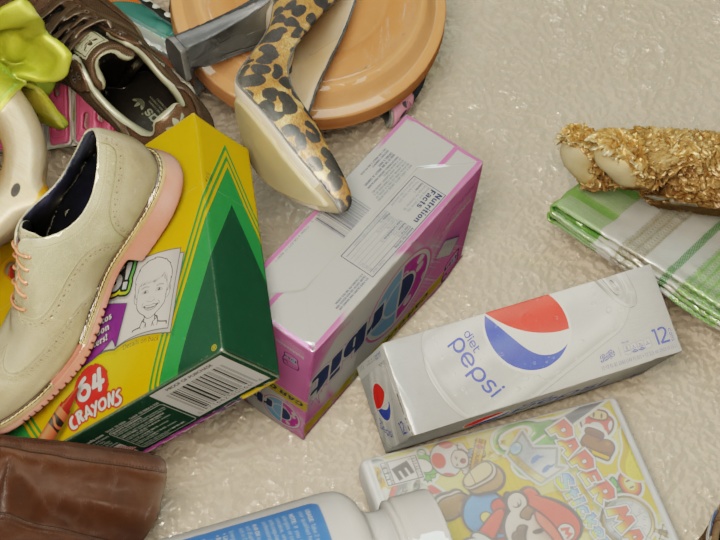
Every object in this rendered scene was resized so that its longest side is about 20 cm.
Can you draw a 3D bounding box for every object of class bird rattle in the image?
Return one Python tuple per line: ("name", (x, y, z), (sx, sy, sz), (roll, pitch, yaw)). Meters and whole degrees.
("bird rattle", (-0.267, -0.083, 1.101), (0.199, 0.113, 0.164), (-18, 76, -14))

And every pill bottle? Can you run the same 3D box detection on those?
("pill bottle", (-0.044, 0.194, 1.055), (0.199, 0.112, 0.113), (-15, 59, -9))

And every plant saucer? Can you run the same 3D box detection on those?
("plant saucer", (-0.036, -0.195, 1.294), (0.199, 0.032, 0.201), (3, 66, -6))

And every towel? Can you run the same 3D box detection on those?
("towel", (0.242, -0.011, 1.259), (0.200, 0.031, 0.149), (34, 36, 19))

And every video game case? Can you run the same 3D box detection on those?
("video game case", (0.114, 0.187, 1.135), (0.181, 0.023, 0.201), (-13, 58, -14))

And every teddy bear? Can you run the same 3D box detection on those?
("teddy bear", (0.229, -0.073, 1.228), (0.199, 0.145, 0.067), (10, 88, -4))

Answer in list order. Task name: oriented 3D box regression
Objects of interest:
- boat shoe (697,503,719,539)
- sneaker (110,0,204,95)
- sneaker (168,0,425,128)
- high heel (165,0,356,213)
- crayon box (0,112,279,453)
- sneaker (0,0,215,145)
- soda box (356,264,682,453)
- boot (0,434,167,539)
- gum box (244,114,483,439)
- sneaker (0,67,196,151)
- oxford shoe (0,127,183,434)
("boat shoe", (0.267, 0.147, 1.135), (0.072, 0.073, 0.200), (33, 49, 14))
("sneaker", (-0.187, -0.198, 1.335), (0.199, 0.071, 0.080), (27, 61, 13))
("sneaker", (-0.050, -0.159, 1.323), (0.199, 0.070, 0.082), (12, 52, 4))
("high heel", (-0.022, -0.124, 1.188), (0.142, 0.072, 0.200), (-27, 54, -20))
("crayon box", (-0.150, 0.026, 1.127), (0.200, 0.058, 0.173), (-30, 53, 27))
("sneaker", (-0.169, -0.144, 1.186), (0.200, 0.076, 0.070), (41, 79, 19))
("soda box", (0.104, 0.057, 1.178), (0.199, 0.068, 0.064), (-15, 79, -18))
("boot", (-0.228, 0.166, 1.083), (0.199, 0.187, 0.064), (14, 35, -32))
("gum box", (0.000, 0.000, 1.194), (0.066, 0.114, 0.200), (33, 60, 16))
("sneaker", (-0.203, -0.119, 1.278), (0.199, 0.087, 0.074), (4, 95, 10))
("oxford shoe", (-0.188, 0.003, 1.077), (0.071, 0.074, 0.201), (31, 91, 46))
